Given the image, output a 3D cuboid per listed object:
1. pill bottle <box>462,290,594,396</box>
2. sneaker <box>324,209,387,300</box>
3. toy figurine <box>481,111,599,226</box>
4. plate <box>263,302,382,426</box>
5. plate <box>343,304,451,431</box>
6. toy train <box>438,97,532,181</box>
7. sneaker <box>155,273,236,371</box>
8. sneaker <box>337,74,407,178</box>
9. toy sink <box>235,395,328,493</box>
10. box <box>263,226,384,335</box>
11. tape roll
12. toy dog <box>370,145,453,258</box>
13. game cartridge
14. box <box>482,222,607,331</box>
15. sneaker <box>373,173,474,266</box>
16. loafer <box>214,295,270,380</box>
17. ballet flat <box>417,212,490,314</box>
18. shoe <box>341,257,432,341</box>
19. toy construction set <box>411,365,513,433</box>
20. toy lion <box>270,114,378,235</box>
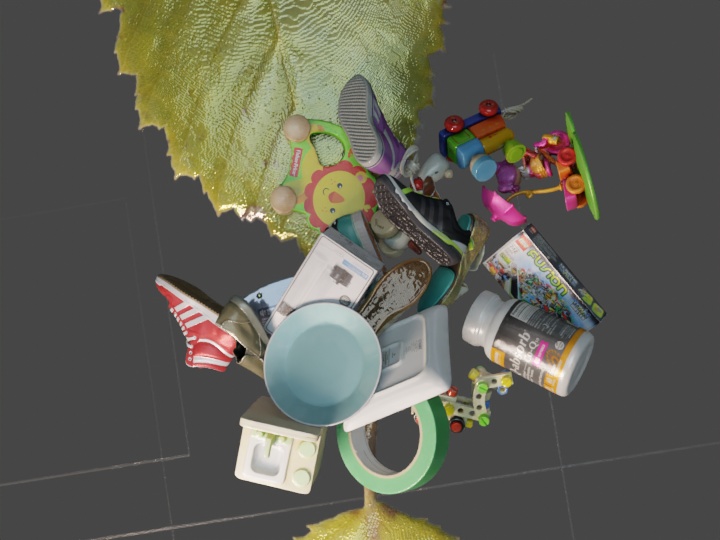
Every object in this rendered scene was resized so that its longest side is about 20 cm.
[{"bbox_3d":[0.277,0.116,1.619,0.199,0.116,0.117,25,89,23],"label":"pill bottle"},{"bbox_3d":[0.000,0.000,1.673,0.079,0.071,0.202,-18,102,10],"label":"sneaker"},{"bbox_3d":[0.292,-0.158,1.658,0.182,0.150,0.202,-15,65,11],"label":"toy figurine"},{"bbox_3d":[-0.060,0.152,1.573,0.198,0.026,0.202,-3,76,12],"label":"plate"},{"bbox_3d":[0.053,0.149,1.592,0.199,0.201,0.032,-25,124,21],"label":"plate"},{"bbox_3d":[0.242,-0.228,1.650,0.199,0.085,0.116,-26,51,-15],"label":"toy train"},{"bbox_3d":[-0.294,0.096,1.691,0.199,0.071,0.113,33,103,17],"label":"sneaker"},{"bbox_3d":[0.026,-0.242,1.699,0.072,0.114,0.202,-30,55,30],"label":"sneaker"},{"bbox_3d":[-0.129,0.290,1.605,0.129,0.200,0.113,11,93,3],"label":"toy sink"},{"bbox_3d":[-0.062,0.044,1.624,0.116,0.060,0.201,35,107,3],"label":"box"},{"bbox_3d":[0.052,0.269,1.629,0.199,0.048,0.203,-2,87,35],"label":"tape roll"},{"bbox_3d":[0.102,-0.103,1.664,0.096,0.132,0.201,31,99,26],"label":"toy dog"},{"bbox_3d":[-0.108,0.076,1.701,0.198,0.041,0.135,-14,90,2],"label":"game cartridge"},{"bbox_3d":[0.311,0.030,1.651,0.200,0.035,0.110,50,132,5],"label":"box"},{"bbox_3d":[0.106,-0.094,1.599,0.200,0.072,0.083,46,66,-14],"label":"sneaker"},{"bbox_3d":[-0.179,0.137,1.624,0.069,0.075,0.201,-38,110,-20],"label":"loafer"},{"bbox_3d":[0.168,0.000,1.681,0.070,0.071,0.202,25,91,4],"label":"ballet flat"},{"bbox_3d":[0.040,0.056,1.624,0.200,0.053,0.070,-45,91,-2],"label":"shoe"},{"bbox_3d":[0.151,0.200,1.653,0.198,0.092,0.132,19,113,11],"label":"toy construction set"},{"bbox_3d":[-0.054,-0.156,1.701,0.190,0.069,0.202,10,87,-4],"label":"toy lion"}]
